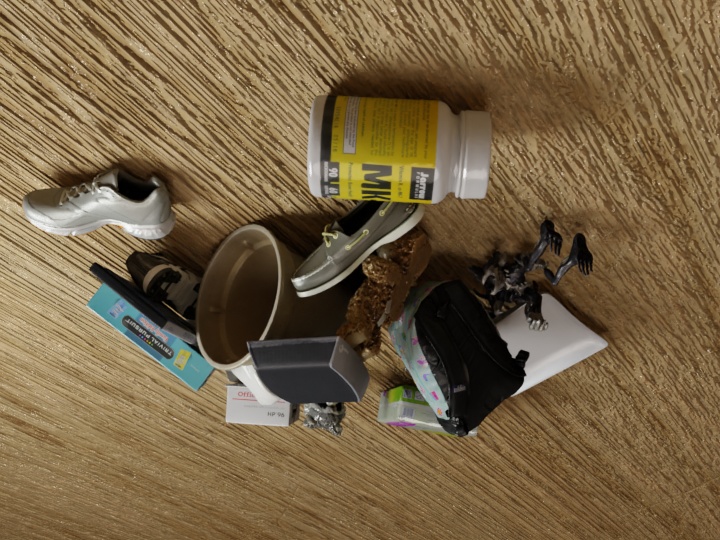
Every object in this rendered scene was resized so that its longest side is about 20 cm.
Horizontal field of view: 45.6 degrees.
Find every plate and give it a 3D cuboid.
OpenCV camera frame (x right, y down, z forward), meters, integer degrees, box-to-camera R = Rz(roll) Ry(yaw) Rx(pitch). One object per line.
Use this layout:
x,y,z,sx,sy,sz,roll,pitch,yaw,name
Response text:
0.259,0.114,1.351,0.199,0.033,0.199,-34,134,27,plate

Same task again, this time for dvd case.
-0.294,0.057,1.234,0.142,0.018,0.200,35,174,17,dvd case

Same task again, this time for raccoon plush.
-0.065,0.253,1.546,0.095,0.136,0.201,4,147,0,raccoon plush

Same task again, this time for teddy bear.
0.022,0.032,1.158,0.066,0.203,0.145,23,180,29,teddy bear

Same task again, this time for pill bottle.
0.044,-0.134,0.958,0.196,0.116,0.115,3,147,4,pill bottle

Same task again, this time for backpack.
0.127,0.113,1.227,0.202,0.166,0.126,58,152,-11,backpack

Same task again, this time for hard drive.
-0.064,0.135,1.125,0.132,0.043,0.200,-4,157,10,hard drive

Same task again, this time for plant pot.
-0.107,0.058,1.228,0.182,0.204,0.199,20,146,-41,plant pot

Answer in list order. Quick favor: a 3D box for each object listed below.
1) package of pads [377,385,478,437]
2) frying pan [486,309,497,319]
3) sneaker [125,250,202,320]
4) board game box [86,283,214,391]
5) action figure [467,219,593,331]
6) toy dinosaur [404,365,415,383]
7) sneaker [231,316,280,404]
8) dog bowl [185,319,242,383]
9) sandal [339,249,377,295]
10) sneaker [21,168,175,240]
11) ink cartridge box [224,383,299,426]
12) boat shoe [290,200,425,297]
0.122,0.253,1.528,0.152,0.069,0.200,11,169,-6,package of pads
0.158,0.076,1.347,0.113,0.031,0.190,-12,146,23,frying pan
-0.287,0.015,1.287,0.090,0.067,0.200,37,177,21,sneaker
-0.307,0.100,1.290,0.199,0.047,0.151,39,172,-2,board game box
0.219,0.016,1.174,0.118,0.103,0.200,30,141,-12,action figure
0.128,0.148,1.410,0.100,0.078,0.200,-9,155,12,toy dinosaur
-0.183,0.116,1.311,0.075,0.202,0.088,-22,171,-37,sneaker
-0.210,0.119,1.436,0.196,0.060,0.201,4,148,3,dog bowl
0.000,0.000,1.225,0.054,0.083,0.200,11,162,35,sandal
-0.343,-0.099,1.121,0.196,0.077,0.093,1,140,-8,sneaker
-0.174,0.238,1.529,0.114,0.069,0.200,3,173,3,ink cartridge box
-0.013,-0.044,1.097,0.200,0.072,0.060,-36,119,6,boat shoe
